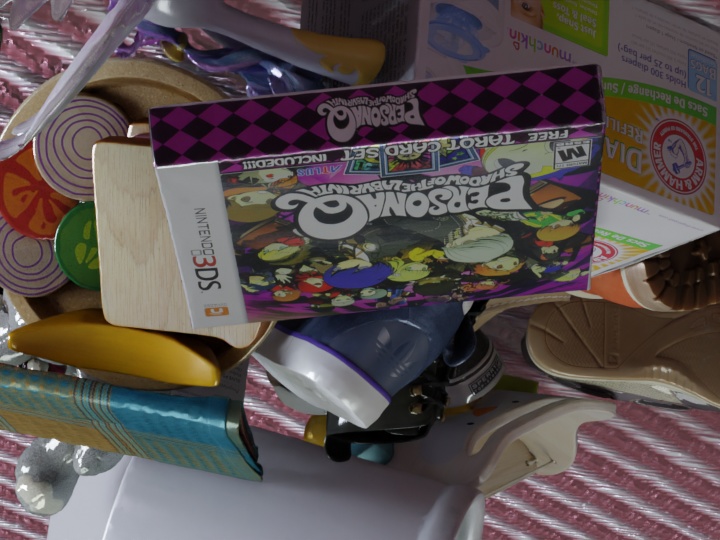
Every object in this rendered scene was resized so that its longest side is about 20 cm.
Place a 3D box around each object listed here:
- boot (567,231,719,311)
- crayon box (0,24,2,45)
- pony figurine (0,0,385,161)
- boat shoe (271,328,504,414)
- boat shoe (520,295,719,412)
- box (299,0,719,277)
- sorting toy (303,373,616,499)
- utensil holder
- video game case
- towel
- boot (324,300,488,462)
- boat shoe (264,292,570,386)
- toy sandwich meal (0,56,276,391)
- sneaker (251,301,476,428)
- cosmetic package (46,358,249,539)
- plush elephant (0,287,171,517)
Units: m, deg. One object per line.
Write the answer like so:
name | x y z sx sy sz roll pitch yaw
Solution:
boot | 0.192 -0.022 1.493 0.199 0.076 0.107 -10 -176 -36
crayon box | -0.225 -0.106 1.332 0.051 0.127 0.200 2 159 8
pony figurine | -0.084 -0.137 1.230 0.199 0.167 0.193 22 122 -29
boat shoe | 0.007 0.048 1.777 0.199 0.071 0.064 -5 126 46
boat shoe | 0.198 0.053 1.737 0.199 0.072 0.065 6 171 -8
box | 0.076 -0.083 1.345 0.199 0.113 0.101 18 155 -33
sorting toy | 0.073 0.115 1.773 0.199 0.107 0.180 -24 -174 -32
utensil holder | -0.043 0.183 1.648 0.199 0.171 0.170 18 161 11
video game case | 0.010 -0.031 1.255 0.199 0.036 0.181 -5 156 -1
towel | -0.156 0.078 1.536 0.199 0.022 0.147 11 165 6
boot | 0.058 0.026 1.546 0.199 0.139 0.077 -18 155 41
boat shoe | 0.037 0.030 1.659 0.199 0.065 0.072 -8 176 -8
toy sandwich meal | -0.120 -0.018 1.465 0.204 0.207 0.070 -3 -167 20
sneaker | 0.000 0.000 1.523 0.081 0.147 0.200 41 173 -27
cosmetic package | -0.143 0.129 1.810 0.085 0.201 0.107 18 160 -34
plush elephant | -0.188 0.038 1.663 0.199 0.165 0.155 -31 164 11
